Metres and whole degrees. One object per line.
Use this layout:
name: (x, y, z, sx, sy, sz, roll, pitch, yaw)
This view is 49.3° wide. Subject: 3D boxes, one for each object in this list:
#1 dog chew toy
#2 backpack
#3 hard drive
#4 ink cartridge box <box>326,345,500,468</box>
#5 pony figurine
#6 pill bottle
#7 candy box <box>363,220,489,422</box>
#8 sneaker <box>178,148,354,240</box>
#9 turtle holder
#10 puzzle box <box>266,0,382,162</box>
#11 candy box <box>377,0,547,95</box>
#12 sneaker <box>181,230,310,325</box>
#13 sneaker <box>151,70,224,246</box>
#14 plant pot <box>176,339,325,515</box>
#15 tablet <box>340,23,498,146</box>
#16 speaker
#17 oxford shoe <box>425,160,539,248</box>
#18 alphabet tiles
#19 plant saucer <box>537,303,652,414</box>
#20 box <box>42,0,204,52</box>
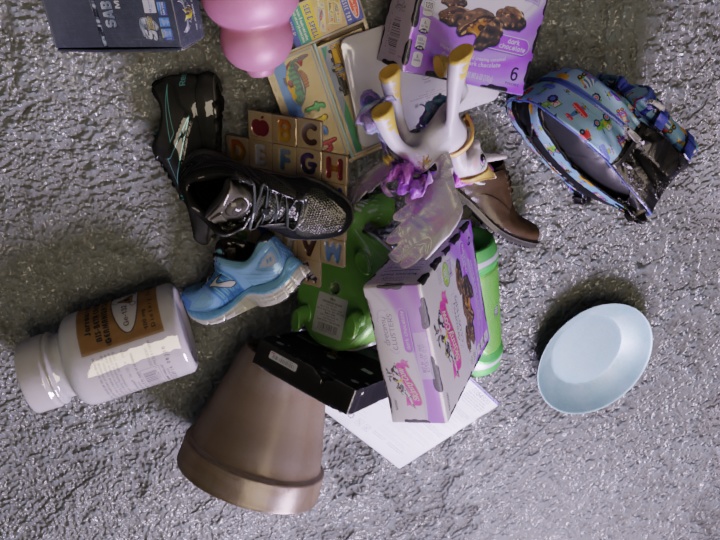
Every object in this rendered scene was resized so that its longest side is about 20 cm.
dog chew toy: (-0.114, -0.300, 0.793, 0.122, 0.125, 0.204, -10, 117, -11)
backpack: (0.284, -0.174, 0.963, 0.199, 0.183, 0.135, 38, 94, -18)
hard drive: (-0.030, 0.121, 0.984, 0.138, 0.199, 0.038, 25, 100, 19)
ink cartridge box: (0.070, 0.183, 1.139, 0.199, 0.041, 0.199, -35, 122, 20)
pony figurine: (0.067, -0.126, 0.855, 0.192, 0.167, 0.201, -35, 138, -4)
pill bottle: (-0.308, 0.098, 0.957, 0.196, 0.115, 0.116, -18, 121, -7)
candy box: (0.086, 0.055, 0.932, 0.070, 0.200, 0.171, -3, 112, 25)
sneaker: (-0.100, -0.066, 0.835, 0.196, 0.115, 0.077, 19, 111, -13)
turtle holder: (-0.008, 0.006, 1.000, 0.139, 0.189, 0.131, -20, 165, 35)
puzzle box: (-0.038, -0.220, 0.921, 0.131, 0.026, 0.203, -24, 121, -4)
candy box: (0.124, -0.314, 0.872, 0.165, 0.072, 0.204, 4, 110, -26)
sneaker: (-0.150, 0.001, 0.948, 0.198, 0.079, 0.091, -20, 109, 36)
sneaker: (-0.196, -0.128, 0.906, 0.077, 0.076, 0.204, 1, 112, -2)
plant pot: (-0.122, 0.195, 1.038, 0.197, 0.200, 0.177, 18, 96, -24)
tablet: (0.076, -0.238, 0.934, 0.197, 0.014, 0.132, -22, 121, -16)
speaker: (0.154, 0.046, 1.088, 0.087, 0.089, 0.203, -14, 121, -9)
oxford shoe: (0.177, -0.097, 1.026, 0.199, 0.073, 0.085, 33, 102, -29)
alphabet tiles: (-0.088, -0.083, 0.923, 0.164, 0.006, 0.204, 14, 117, 24)
plant saucer: (0.359, 0.131, 1.223, 0.197, 0.039, 0.205, -7, 119, -13)
box: (-0.244, -0.316, 0.748, 0.154, 0.051, 0.204, 7, 121, 20)
